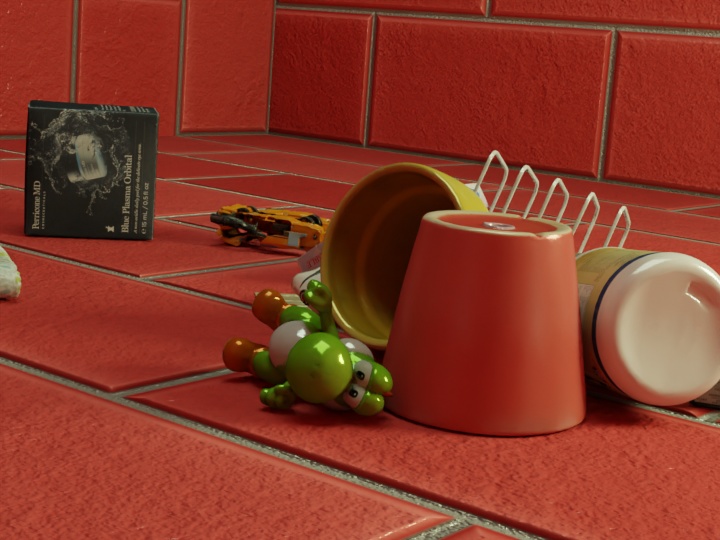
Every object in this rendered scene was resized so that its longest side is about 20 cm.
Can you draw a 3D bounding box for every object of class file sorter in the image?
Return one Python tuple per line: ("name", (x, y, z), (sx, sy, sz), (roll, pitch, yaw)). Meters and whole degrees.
("file sorter", (0.243, -0.055, 1.778), (0.199, 0.125, 0.139), (25, -3, 18))

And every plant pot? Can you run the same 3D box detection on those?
("plant pot", (0.087, 0.001, 1.498), (0.200, 0.203, 0.188), (12, -3, 39))
("plant pot", (0.120, 0.041, 1.268), (0.198, 0.179, 0.200), (4, 9, -1))

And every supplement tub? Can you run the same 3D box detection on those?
("supplement tub", (0.267, 0.050, 1.343), (0.143, 0.146, 0.200), (2, 3, -14))

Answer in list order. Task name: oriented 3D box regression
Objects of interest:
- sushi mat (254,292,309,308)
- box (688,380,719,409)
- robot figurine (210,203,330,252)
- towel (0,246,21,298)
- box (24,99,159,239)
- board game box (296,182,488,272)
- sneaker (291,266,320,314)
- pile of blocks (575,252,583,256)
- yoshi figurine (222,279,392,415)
("sushi mat", (-0.028, 0.041, 1.680), (0.198, 0.012, 0.096), (1, 10, -17))
("box", (0.445, 0.114, 1.380), (0.198, 0.045, 0.160), (8, 10, 18))
("robot figurine", (-0.135, -0.064, 2.100), (0.198, 0.059, 0.145), (9, 11, 20))
("towel", (-0.508, -0.005, 1.635), (0.170, 0.049, 0.200), (0, 11, -21))
("box", (-0.416, -0.155, 2.092), (0.198, 0.199, 0.117), (2, 11, -13))
("board game box", (0.046, -0.051, 1.851), (0.199, 0.041, 0.199), (-33, -14, 36))
("sneaker", (0.000, 0.000, 1.648), (0.088, 0.075, 0.199), (31, 32, 34))
("pile of blocks", (0.193, 0.038, 1.599), (0.199, 0.063, 0.082), (-16, 19, 21))
("yoshi figurine", (-0.055, 0.075, 1.243), (0.111, 0.113, 0.199), (-21, 25, -31))
